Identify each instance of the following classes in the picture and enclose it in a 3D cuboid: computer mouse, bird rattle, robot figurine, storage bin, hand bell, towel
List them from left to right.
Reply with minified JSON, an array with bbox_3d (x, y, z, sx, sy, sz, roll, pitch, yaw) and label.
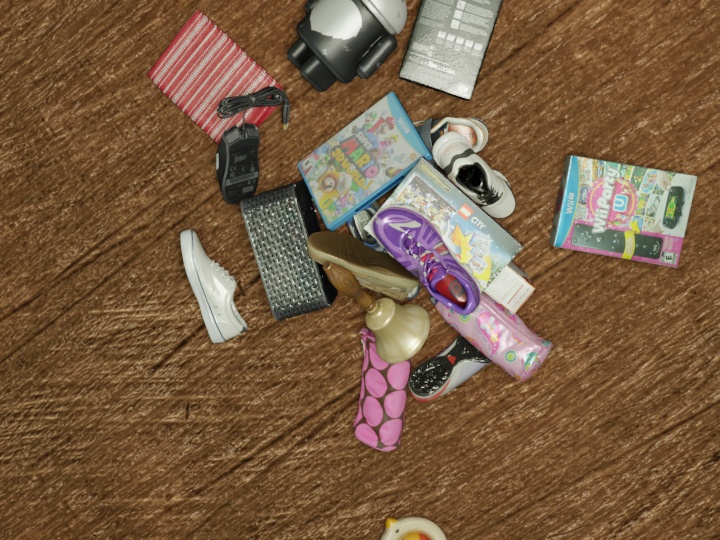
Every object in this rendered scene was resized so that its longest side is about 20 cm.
[{"bbox_3d":[-0.237,-0.307,1.382,0.200,0.022,0.145,43,102,-1],"label":"towel"},{"bbox_3d":[-0.179,-0.211,1.368,0.046,0.139,0.202,40,141,34],"label":"computer mouse"},{"bbox_3d":[-0.111,-0.034,1.355,0.093,0.135,0.202,-16,98,8],"label":"storage bin"},{"bbox_3d":[-0.020,-0.375,1.297,0.200,0.125,0.150,-42,101,10],"label":"robot figurine"},{"bbox_3d":[0.011,0.047,1.259,0.104,0.105,0.200,-39,129,10],"label":"hand bell"},{"bbox_3d":[0.097,0.513,1.450,0.197,0.113,0.165,9,84,1],"label":"bird rattle"}]

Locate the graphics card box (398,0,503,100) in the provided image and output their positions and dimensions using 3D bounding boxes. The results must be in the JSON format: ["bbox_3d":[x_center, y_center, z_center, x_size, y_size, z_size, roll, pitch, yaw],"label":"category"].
[{"bbox_3d":[0.147,-0.382,1.319,0.124,0.051,0.202,17,99,2],"label":"graphics card box"}]

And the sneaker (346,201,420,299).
[{"bbox_3d":[0.030,-0.034,1.369,0.077,0.085,0.201,-34,96,9],"label":"sneaker"}]

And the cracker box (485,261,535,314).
[{"bbox_3d":[0.180,-0.025,1.332,0.199,0.134,0.058,39,101,-2],"label":"cracker box"}]

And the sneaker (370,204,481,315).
[{"bbox_3d":[0.099,-0.016,1.192,0.200,0.083,0.081,42,103,-1],"label":"sneaker"}]

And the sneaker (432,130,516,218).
[{"bbox_3d":[0.184,-0.130,1.304,0.074,0.080,0.199,-41,133,16],"label":"sneaker"}]

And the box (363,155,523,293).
[{"bbox_3d":[0.123,-0.052,1.245,0.200,0.038,0.137,41,102,-2],"label":"box"}]

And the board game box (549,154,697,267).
[{"bbox_3d":[0.415,-0.095,1.336,0.197,0.064,0.150,10,100,5],"label":"board game box"}]

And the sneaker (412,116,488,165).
[{"bbox_3d":[0.107,-0.203,1.339,0.197,0.079,0.079,-15,99,9],"label":"sneaker"}]

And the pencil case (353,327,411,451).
[{"bbox_3d":[0.034,0.198,1.407,0.092,0.091,0.203,9,102,10],"label":"pencil case"}]

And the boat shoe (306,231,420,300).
[{"bbox_3d":[0.000,0.000,1.302,0.198,0.072,0.065,20,126,-22],"label":"boat shoe"}]

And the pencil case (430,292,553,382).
[{"bbox_3d":[0.210,0.088,1.345,0.200,0.087,0.088,42,101,16],"label":"pencil case"}]

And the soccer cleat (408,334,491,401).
[{"bbox_3d":[0.169,0.154,1.406,0.199,0.073,0.069,-32,66,-7],"label":"soccer cleat"}]

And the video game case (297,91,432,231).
[{"bbox_3d":[0.003,-0.175,1.337,0.199,0.018,0.144,-35,59,14],"label":"video game case"}]

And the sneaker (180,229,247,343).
[{"bbox_3d":[-0.247,0.021,1.418,0.070,0.073,0.202,-18,106,-1],"label":"sneaker"}]
